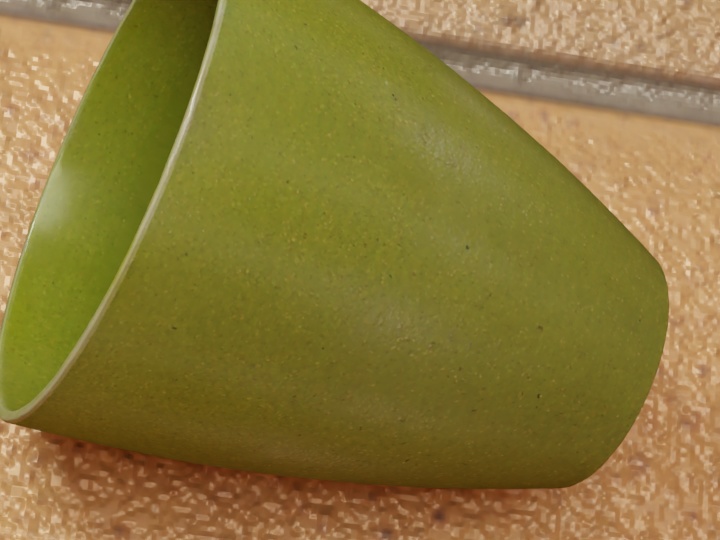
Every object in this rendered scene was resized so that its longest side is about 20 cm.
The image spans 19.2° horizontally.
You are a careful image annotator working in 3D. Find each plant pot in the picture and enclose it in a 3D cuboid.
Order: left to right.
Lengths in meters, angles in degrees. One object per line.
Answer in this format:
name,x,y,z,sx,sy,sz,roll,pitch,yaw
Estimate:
plant pot,0.000,0.000,0.751,0.200,0.187,0.187,23,67,-19
